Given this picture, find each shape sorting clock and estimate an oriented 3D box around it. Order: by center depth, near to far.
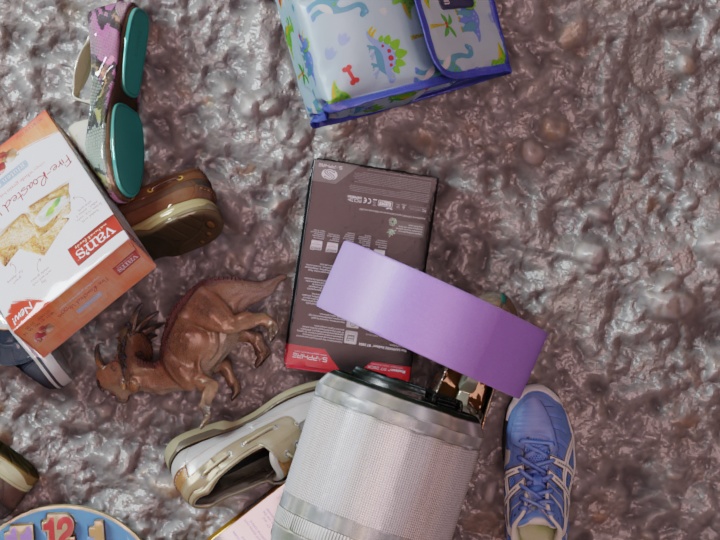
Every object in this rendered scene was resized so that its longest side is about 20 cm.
[{"bbox_3d":[-0.285,0.325,1.600,0.197,0.039,0.203,0,91,-1],"label":"shape sorting clock"}]

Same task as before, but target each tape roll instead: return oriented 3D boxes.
[{"bbox_3d":[0.063,0.043,1.472,0.198,0.200,0.066,25,90,-2],"label":"tape roll"}]

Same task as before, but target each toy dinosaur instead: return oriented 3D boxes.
[{"bbox_3d":[-0.159,0.059,1.577,0.135,0.086,0.201,38,85,5],"label":"toy dinosaur"}]

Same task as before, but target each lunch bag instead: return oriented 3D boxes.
[{"bbox_3d":[0.031,-0.242,1.555,0.198,0.127,0.172,-15,90,-14],"label":"lunch bag"}]

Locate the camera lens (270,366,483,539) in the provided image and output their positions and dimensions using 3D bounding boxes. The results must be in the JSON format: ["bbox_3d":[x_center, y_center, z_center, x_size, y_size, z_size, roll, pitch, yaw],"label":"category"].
[{"bbox_3d":[0.013,0.197,1.491,0.158,0.160,0.202,18,88,-2],"label":"camera lens"}]

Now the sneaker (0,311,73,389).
[{"bbox_3d":[-0.358,0.048,1.572,0.079,0.078,0.200,-41,81,-4],"label":"sneaker"}]

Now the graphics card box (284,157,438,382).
[{"bbox_3d":[0.000,0.000,1.591,0.124,0.051,0.202,7,92,-2],"label":"graphics card box"}]

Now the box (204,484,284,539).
[{"bbox_3d":[-0.085,0.285,1.604,0.199,0.041,0.120,-37,92,2],"label":"box"}]

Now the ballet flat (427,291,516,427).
[{"bbox_3d":[0.097,0.115,1.588,0.067,0.067,0.202,17,91,-3],"label":"ballet flat"}]

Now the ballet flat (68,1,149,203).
[{"bbox_3d":[-0.240,-0.156,1.568,0.070,0.069,0.202,-5,74,20],"label":"ballet flat"}]

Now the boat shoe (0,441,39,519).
[{"bbox_3d":[-0.403,0.165,1.577,0.200,0.072,0.066,33,86,-6],"label":"boat shoe"}]

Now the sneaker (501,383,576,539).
[{"bbox_3d":[0.173,0.210,1.587,0.075,0.077,0.203,-2,90,1],"label":"sneaker"}]

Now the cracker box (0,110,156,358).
[{"bbox_3d":[-0.290,-0.036,1.526,0.134,0.058,0.200,-39,54,0],"label":"cracker box"}]

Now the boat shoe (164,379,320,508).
[{"bbox_3d":[-0.081,0.167,1.566,0.198,0.075,0.069,-23,48,-7],"label":"boat shoe"}]

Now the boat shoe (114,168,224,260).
[{"bbox_3d":[-0.228,-0.040,1.583,0.198,0.072,0.068,-19,59,7],"label":"boat shoe"}]
